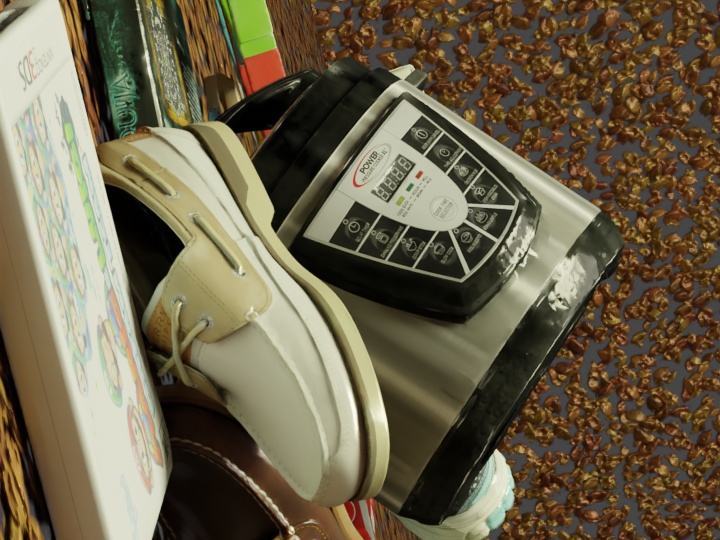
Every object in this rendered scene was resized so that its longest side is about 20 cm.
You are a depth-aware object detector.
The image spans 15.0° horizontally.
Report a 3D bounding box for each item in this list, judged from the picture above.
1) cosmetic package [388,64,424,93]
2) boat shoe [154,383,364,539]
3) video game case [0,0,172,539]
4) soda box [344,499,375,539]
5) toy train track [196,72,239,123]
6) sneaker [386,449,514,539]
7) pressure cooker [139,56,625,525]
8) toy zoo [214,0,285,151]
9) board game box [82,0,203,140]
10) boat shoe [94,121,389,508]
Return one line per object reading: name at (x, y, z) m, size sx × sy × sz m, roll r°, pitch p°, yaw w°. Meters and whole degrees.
cosmetic package at (0.017, -0.019, 1.536) m, size 0.200 × 0.071 × 0.105 m, roll 82°, pitch -11°, yaw -64°
boat shoe at (-0.038, 0.127, 1.179) m, size 0.200 × 0.070 × 0.070 m, roll 49°, pitch 46°, yaw -40°
video game case at (-0.108, 0.006, 1.001) m, size 0.182 × 0.024 × 0.200 m, roll -88°, pitch 165°, yaw -78°
soda box at (-0.031, 0.101, 1.562) m, size 0.200 × 0.070 × 0.064 m, roll -91°, pitch 167°, yaw -75°
toy train track at (-0.061, -0.049, 1.454) m, size 0.200 × 0.032 × 0.115 m, roll -101°, pitch 178°, yaw -57°
sneaker at (-0.006, 0.061, 1.416) m, size 0.200 × 0.078 × 0.086 m, roll 29°, pitch -20°, yaw 31°
pressure cooker at (-0.001, 0.002, 1.268) m, size 0.200 × 0.179 × 0.176 m, roll 34°, pitch 15°, yaw 6°
toy zoo at (-0.056, -0.106, 1.486) m, size 0.131 × 0.020 × 0.200 m, roll -113°, pitch -173°, yaw -54°
board game box at (-0.106, -0.094, 1.383) m, size 0.200 × 0.028 × 0.136 m, roll 65°, pitch 13°, yaw -79°
boat shoe at (-0.056, 0.021, 1.108) m, size 0.200 × 0.068 × 0.075 m, roll 56°, pitch -39°, yaw 37°
